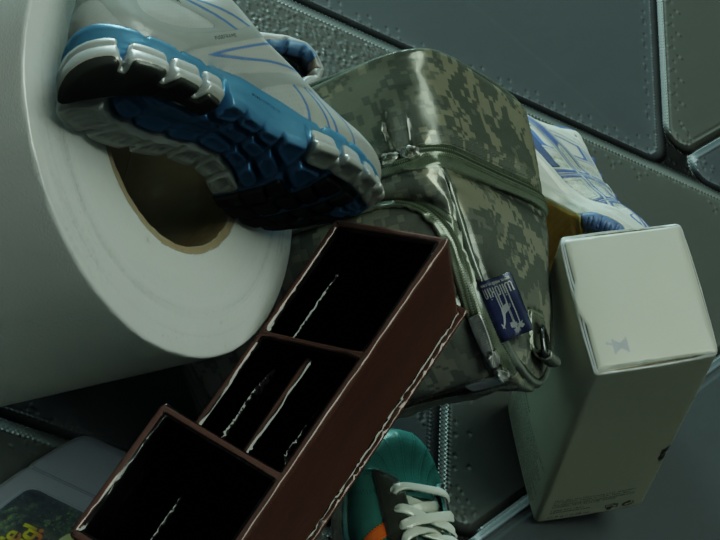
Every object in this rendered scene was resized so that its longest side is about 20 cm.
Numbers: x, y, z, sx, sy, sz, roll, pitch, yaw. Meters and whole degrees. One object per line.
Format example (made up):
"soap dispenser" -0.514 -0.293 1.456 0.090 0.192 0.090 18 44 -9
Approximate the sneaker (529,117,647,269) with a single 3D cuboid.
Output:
"sneaker" 0.134 -0.044 1.215 0.200 0.075 0.088 37 46 -11

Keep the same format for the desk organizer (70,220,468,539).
"desk organizer" -0.037 0.064 0.859 0.071 0.077 0.200 28 70 19

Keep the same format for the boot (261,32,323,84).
"boot" -0.115 -0.094 1.063 0.199 0.096 0.074 -12 69 -40

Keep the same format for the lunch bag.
"lunch bag" 0.000 0.000 1.008 0.139 0.199 0.169 20 57 -58

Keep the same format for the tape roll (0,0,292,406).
"tape roll" -0.140 -0.045 0.904 0.202 0.139 0.204 32 52 -53

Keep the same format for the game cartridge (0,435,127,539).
"game cartridge" -0.136 0.157 0.885 0.132 0.041 0.200 18 40 20

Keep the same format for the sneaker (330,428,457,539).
"sneaker" 0.035 0.165 1.010 0.071 0.080 0.201 13 54 -29

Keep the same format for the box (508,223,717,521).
"box" 0.131 0.060 1.064 0.068 0.200 0.083 -7 63 -9

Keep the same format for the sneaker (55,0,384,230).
"sneaker" -0.054 -0.082 0.859 0.200 0.075 0.087 33 45 -52
